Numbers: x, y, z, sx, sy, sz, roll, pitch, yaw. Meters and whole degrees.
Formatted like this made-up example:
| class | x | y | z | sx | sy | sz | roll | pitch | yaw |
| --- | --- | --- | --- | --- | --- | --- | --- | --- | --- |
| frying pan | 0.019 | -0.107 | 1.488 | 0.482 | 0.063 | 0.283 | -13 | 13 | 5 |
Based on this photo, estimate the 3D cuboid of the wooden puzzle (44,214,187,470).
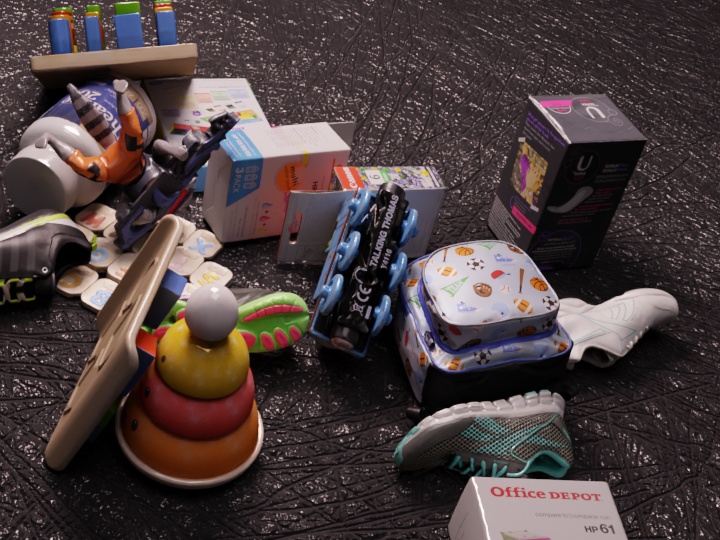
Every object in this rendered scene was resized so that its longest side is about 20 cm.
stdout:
| class | x | y | z | sx | sy | sz | roll | pitch | yaw |
| --- | --- | --- | --- | --- | --- | --- | --- | --- | --- |
| wooden puzzle | -0.222 | 0.071 | 1.079 | 0.046 | 0.186 | 0.201 | 28 | 37 | -17 |

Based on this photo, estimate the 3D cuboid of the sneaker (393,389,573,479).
| class | x | y | z | sx | sy | sz | roll | pitch | yaw |
| --- | --- | --- | --- | --- | --- | --- | --- | --- | --- |
| sneaker | 0.132 | 0.182 | 1.151 | 0.197 | 0.078 | 0.092 | -10 | 59 | -18 |

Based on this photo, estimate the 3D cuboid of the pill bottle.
| class | x | y | z | sx | sy | sz | roll | pitch | yaw |
| --- | --- | --- | --- | --- | --- | --- | --- | --- | --- |
| pill bottle | -0.331 | -0.145 | 1.346 | 0.110 | 0.112 | 0.201 | 21 | 39 | 7 |

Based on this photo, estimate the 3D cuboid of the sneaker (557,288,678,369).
| class | x | y | z | sx | sy | sz | roll | pitch | yaw |
| --- | --- | --- | --- | --- | --- | --- | --- | --- | --- |
| sneaker | 0.299 | 0.074 | 1.353 | 0.198 | 0.071 | 0.081 | -8 | 59 | -24 |

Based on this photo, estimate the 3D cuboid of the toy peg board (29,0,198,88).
| class | x | y | z | sx | sy | sz | roll | pitch | yaw |
| --- | --- | --- | --- | --- | --- | --- | --- | --- | --- |
| toy peg board | -0.312 | -0.297 | 1.441 | 0.197 | 0.099 | 0.199 | -7 | 4 | -10 |

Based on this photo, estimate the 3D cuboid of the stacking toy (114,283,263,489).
| class | x | y | z | sx | sy | sz | roll | pitch | yaw |
| --- | --- | --- | --- | --- | --- | --- | --- | --- | --- |
| stacking toy | -0.148 | 0.088 | 1.058 | 0.144 | 0.202 | 0.147 | 10 | 38 | -8 |

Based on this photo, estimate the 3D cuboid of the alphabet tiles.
| class | x | y | z | sx | sy | sz | roll | pitch | yaw |
| --- | --- | --- | --- | --- | --- | --- | --- | --- | --- |
| alphabet tiles | -0.248 | -0.012 | 1.294 | 0.198 | 0.015 | 0.196 | 26 | 40 | 12 |

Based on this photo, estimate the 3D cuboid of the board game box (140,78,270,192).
| class | x | y | z | sx | sy | sz | roll | pitch | yaw |
| --- | --- | --- | --- | --- | --- | --- | --- | --- | --- |
| board game box | -0.195 | -0.181 | 1.495 | 0.151 | 0.041 | 0.201 | -4 | 43 | -24 |

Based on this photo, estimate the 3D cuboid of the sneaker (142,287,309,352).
| class | x | y | z | sx | sy | sz | roll | pitch | yaw |
| --- | --- | --- | --- | --- | --- | --- | --- | --- | --- |
| sneaker | -0.155 | 0.059 | 1.211 | 0.197 | 0.078 | 0.084 | -1 | 6 | -11 |

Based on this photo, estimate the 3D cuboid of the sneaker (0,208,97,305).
| class | x | y | z | sx | sy | sz | roll | pitch | yaw |
| --- | --- | --- | --- | --- | --- | --- | --- | --- | --- |
| sneaker | -0.356 | 0.001 | 1.188 | 0.082 | 0.072 | 0.200 | 33 | 47 | 16 |

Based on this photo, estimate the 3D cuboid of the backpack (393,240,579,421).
| class | x | y | z | sx | sy | sz | roll | pitch | yaw |
| --- | --- | --- | --- | --- | --- | --- | --- | --- | --- |
| backpack | 0.121 | 0.055 | 1.245 | 0.197 | 0.156 | 0.191 | -4 | 33 | -20 |

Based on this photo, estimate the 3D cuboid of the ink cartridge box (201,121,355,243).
| class | x | y | z | sx | sy | sz | roll | pitch | yaw |
| --- | --- | --- | --- | --- | --- | --- | --- | --- | --- |
| ink cartridge box | -0.085 | -0.110 | 1.383 | 0.198 | 0.116 | 0.068 | -10 | 40 | -30 |

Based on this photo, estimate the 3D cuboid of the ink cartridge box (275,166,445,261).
| class | x | y | z | sx | sy | sz | roll | pitch | yaw |
| --- | --- | --- | --- | --- | --- | --- | --- | --- | --- |
| ink cartridge box | -0.005 | -0.068 | 1.371 | 0.197 | 0.110 | 0.051 | -2 | 41 | -22 |

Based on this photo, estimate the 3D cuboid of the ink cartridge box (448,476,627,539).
| class | x | y | z | sx | sy | sz | roll | pitch | yaw |
| --- | --- | --- | --- | --- | --- | --- | --- | --- | --- |
| ink cartridge box | 0.172 | 0.288 | 1.024 | 0.142 | 0.085 | 0.201 | 5 | 39 | -14 |

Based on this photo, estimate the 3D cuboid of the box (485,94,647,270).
| class | x | y | z | sx | sy | sz | roll | pitch | yaw |
| --- | --- | --- | --- | --- | --- | --- | --- | --- | --- |
| box | 0.255 | -0.111 | 1.441 | 0.121 | 0.202 | 0.107 | -5 | 43 | -25 |

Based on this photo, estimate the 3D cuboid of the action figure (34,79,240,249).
| class | x | y | z | sx | sy | sz | roll | pitch | yaw |
| --- | --- | --- | --- | --- | --- | --- | --- | --- | --- |
| action figure | -0.239 | -0.138 | 1.278 | 0.200 | 0.194 | 0.105 | -43 | 47 | -4 |

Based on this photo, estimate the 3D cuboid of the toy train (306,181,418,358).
| class | x | y | z | sx | sy | sz | roll | pitch | yaw |
| --- | --- | --- | --- | --- | --- | --- | --- | --- | --- |
| toy train | 0.000 | 0.000 | 1.251 | 0.086 | 0.114 | 0.202 | 23 | 67 | -13 |
